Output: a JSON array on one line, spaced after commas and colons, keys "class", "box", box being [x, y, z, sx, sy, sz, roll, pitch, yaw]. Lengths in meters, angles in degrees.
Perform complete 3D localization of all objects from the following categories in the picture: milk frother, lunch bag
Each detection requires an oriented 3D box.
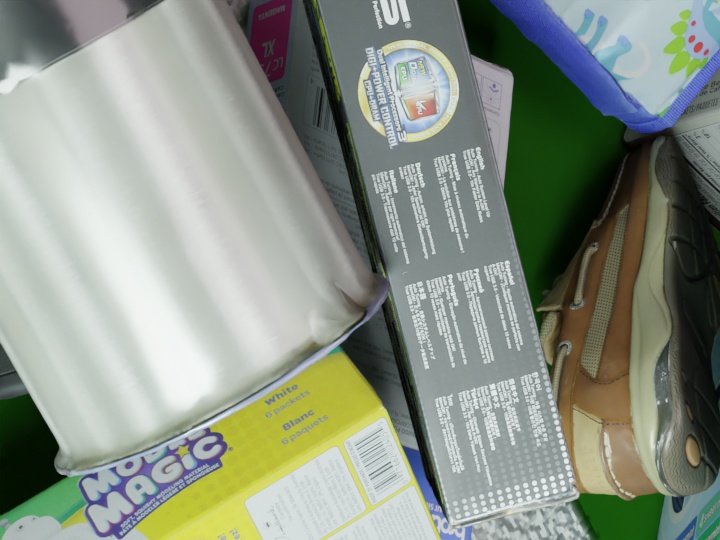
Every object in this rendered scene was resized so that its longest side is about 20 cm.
[{"class": "milk frother", "box": [-0.070, -0.067, 0.703, 0.200, 0.180, 0.189, -34, 102, -29]}, {"class": "lunch bag", "box": [0.109, -0.184, 0.952, 0.170, 0.127, 0.201, 35, 69, -39]}]

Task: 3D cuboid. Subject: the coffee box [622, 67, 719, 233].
[{"class": "coffee box", "box": [0.225, -0.099, 0.989, 0.080, 0.199, 0.114, 39, 58, -28]}]

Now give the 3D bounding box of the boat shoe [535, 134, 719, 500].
[{"class": "boat shoe", "box": [0.108, 0.017, 0.936, 0.201, 0.073, 0.076, -76, 145, -52]}]

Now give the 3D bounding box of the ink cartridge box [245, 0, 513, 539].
[{"class": "ink cartridge box", "box": [0.000, 0.000, 0.862, 0.119, 0.042, 0.201, 21, 65, -39]}]

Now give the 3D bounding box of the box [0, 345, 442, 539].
[{"class": "box", "box": [-0.071, 0.115, 0.689, 0.199, 0.048, 0.118, -31, 136, -10]}]

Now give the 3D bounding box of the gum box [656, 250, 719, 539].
[{"class": "gum box", "box": [0.171, 0.058, 0.934, 0.044, 0.170, 0.201, 15, 66, -1]}]

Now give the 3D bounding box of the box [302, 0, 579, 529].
[{"class": "box", "box": [0.022, -0.022, 0.762, 0.044, 0.160, 0.201, -14, 90, -2]}]
